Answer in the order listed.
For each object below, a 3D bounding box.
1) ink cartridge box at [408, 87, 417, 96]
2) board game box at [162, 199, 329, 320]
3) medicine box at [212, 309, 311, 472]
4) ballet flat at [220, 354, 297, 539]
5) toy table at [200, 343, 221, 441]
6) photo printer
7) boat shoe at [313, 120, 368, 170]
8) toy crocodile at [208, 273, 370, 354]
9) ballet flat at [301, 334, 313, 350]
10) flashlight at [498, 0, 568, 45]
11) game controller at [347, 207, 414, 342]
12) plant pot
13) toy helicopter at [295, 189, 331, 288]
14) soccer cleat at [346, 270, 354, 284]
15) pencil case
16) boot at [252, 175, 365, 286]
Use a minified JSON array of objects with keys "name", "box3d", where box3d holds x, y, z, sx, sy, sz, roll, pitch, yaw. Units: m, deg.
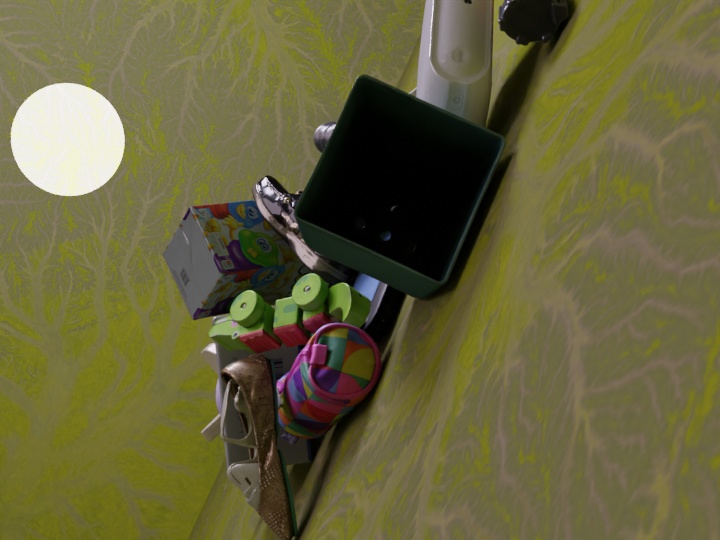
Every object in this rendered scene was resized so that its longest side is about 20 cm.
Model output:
[{"name":"ink cartridge box","box3d":[0.048,-0.205,1.542,0.199,0.057,0.163,-33,3,-2]},{"name":"board game box","box3d":[-0.130,-0.021,1.389,0.199,0.105,0.103,-10,-29,-39]},{"name":"medicine box","box3d":[-0.126,0.144,1.363,0.200,0.102,0.184,157,107,-83]},{"name":"ballet flat","box3d":[-0.112,0.187,1.144,0.071,0.065,0.202,117,145,-61]},{"name":"toy table","box3d":[-0.140,0.163,1.557,0.199,0.185,0.117,-29,-6,-37]},{"name":"photo printer","box3d":[0.092,-0.196,1.095,0.167,0.069,0.201,95,-179,-56]},{"name":"boat shoe","box3d":[0.029,-0.135,1.180,0.199,0.071,0.073,11,-79,-53]},{"name":"toy crocodile","box3d":[-0.076,0.055,1.161,0.199,0.068,0.062,-15,50,27]},{"name":"ballet flat","box3d":[-0.051,0.117,1.456,0.200,0.066,0.068,-90,5,-85]},{"name":"flashlight","box3d":[0.160,-0.269,1.056,0.068,0.068,0.200,-58,6,30]},{"name":"game controller","box3d":[0.019,0.002,1.223,0.104,0.042,0.201,-17,41,47]},{"name":"plant pot","box3d":[0.031,-0.057,1.015,0.200,0.140,0.142,99,-164,-77]},{"name":"toy helicopter","box3d":[-0.070,-0.026,1.541,0.079,0.131,0.201,123,138,-54]},{"name":"soccer cleat","box3d":[0.000,0.000,1.314,0.201,0.081,0.068,-68,6,-32]},{"name":"pencil case","box3d":[-0.042,0.121,1.147,0.089,0.088,0.200,-67,6,-26]},{"name":"boot","box3d":[-0.037,-0.091,1.295,0.151,0.073,0.200,-51,45,12]}]
